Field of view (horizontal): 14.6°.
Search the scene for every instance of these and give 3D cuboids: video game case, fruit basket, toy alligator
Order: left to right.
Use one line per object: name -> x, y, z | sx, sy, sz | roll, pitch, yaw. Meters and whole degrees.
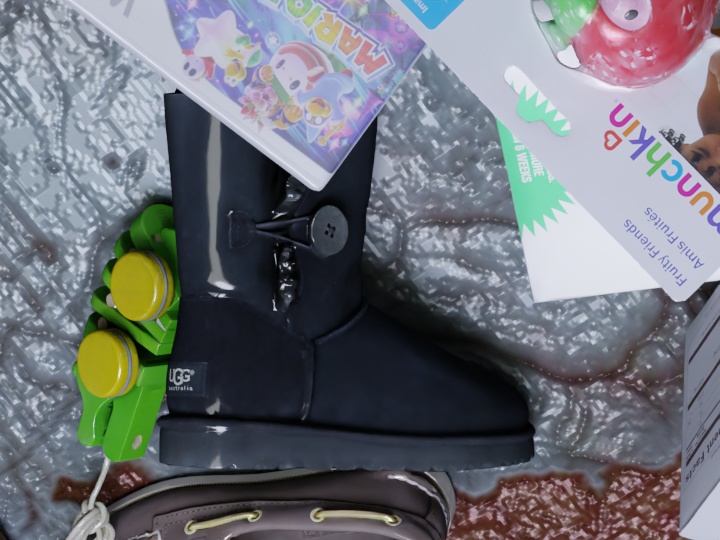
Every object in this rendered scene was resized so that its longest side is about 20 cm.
toy alligator -> -0.104, 0.038, 1.253 | 0.054, 0.059, 0.201 | 43, 121, 32
video game case -> -0.014, -0.154, 1.114 | 0.143, 0.018, 0.200 | 37, 87, -10
fruit basket -> 0.130, -0.122, 1.077 | 0.200, 0.094, 0.185 | -43, 84, -3

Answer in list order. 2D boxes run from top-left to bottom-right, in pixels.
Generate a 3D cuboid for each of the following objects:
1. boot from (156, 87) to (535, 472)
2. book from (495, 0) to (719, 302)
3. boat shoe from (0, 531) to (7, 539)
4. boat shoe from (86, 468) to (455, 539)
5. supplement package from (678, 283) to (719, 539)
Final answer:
boot -> 0.000, 0.000, 1.194 | 0.076, 0.199, 0.169 | 3, 90, 51
book -> 0.158, -0.066, 1.171 | 0.199, 0.048, 0.134 | -8, 111, 15
boat shoe -> -0.185, 0.206, 1.334 | 0.064, 0.071, 0.201 | -4, 116, 9
boat shoe -> -0.055, 0.134, 1.286 | 0.199, 0.060, 0.072 | -13, 113, 14
supplement package -> 0.249, 0.051, 1.132 | 0.199, 0.111, 0.156 | 18, 137, -10
